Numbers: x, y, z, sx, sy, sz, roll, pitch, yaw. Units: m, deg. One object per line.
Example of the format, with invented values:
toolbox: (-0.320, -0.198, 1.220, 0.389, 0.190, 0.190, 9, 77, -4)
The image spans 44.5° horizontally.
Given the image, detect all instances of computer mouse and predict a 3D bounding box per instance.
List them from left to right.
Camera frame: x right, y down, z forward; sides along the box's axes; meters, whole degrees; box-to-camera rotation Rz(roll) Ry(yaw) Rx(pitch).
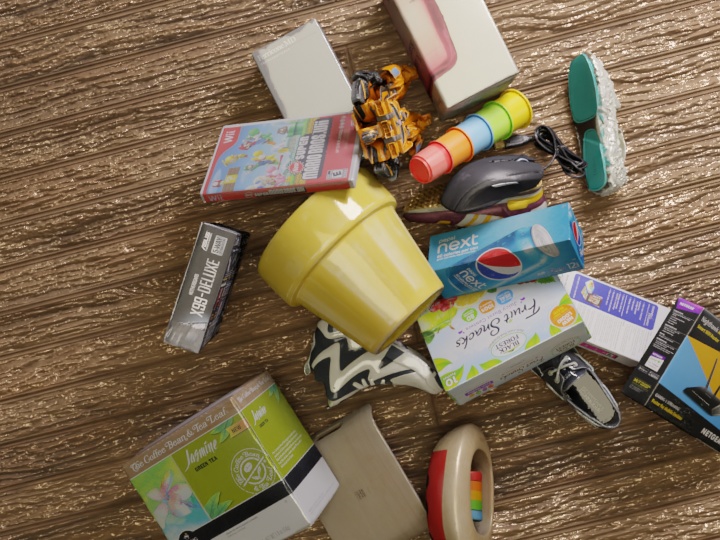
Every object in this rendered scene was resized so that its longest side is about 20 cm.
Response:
computer mouse: (0.192, -0.150, 1.191, 0.199, 0.141, 0.046, -18, 126, -2)

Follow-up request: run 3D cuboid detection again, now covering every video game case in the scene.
video game case: (-0.096, -0.148, 1.130, 0.199, 0.143, 0.017, -4, 135, 13)

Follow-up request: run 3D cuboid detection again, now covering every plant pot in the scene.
plant pot: (0.000, 0.000, 1.156, 0.201, 0.201, 0.189, -45, 81, 2)

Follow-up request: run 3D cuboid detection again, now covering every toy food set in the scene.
toy food set: (0.005, 0.309, 1.255, 0.143, 0.060, 0.200, -31, 89, 14)

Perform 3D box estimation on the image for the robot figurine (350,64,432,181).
robot figurine: (0.041, -0.203, 1.152, 0.058, 0.200, 0.146, -13, 110, 21)

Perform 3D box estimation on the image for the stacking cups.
stacking cups: (0.145, -0.177, 1.187, 0.200, 0.060, 0.061, -34, 91, -26)

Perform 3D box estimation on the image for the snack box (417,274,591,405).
snack box: (0.188, 0.074, 1.189, 0.199, 0.053, 0.143, -29, 49, 10)

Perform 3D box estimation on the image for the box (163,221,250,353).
box: (-0.200, 0.017, 1.174, 0.050, 0.200, 0.158, 19, 93, -3)

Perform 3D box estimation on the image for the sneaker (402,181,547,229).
sneaker: (0.159, -0.074, 1.226, 0.199, 0.075, 0.090, -7, 120, 17)

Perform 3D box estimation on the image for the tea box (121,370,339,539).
tea box: (-0.173, 0.278, 1.193, 0.200, 0.134, 0.197, -34, 89, 18)

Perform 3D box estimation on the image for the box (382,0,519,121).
box: (0.117, -0.321, 1.192, 0.109, 0.128, 0.201, -26, 91, 3)

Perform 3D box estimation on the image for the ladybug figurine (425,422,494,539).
ladybug figurine: (0.135, 0.311, 1.209, 0.072, 0.136, 0.201, -8, 64, 27)

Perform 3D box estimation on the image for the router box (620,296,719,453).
router box: (0.459, 0.145, 1.188, 0.200, 0.051, 0.150, 29, 92, -33)

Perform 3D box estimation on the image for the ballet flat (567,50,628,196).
ballet flat: (0.336, -0.204, 1.230, 0.071, 0.072, 0.201, -8, 93, 2)

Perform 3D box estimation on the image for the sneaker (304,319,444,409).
sneaker: (0.010, 0.152, 1.233, 0.199, 0.079, 0.130, 29, 93, 1)

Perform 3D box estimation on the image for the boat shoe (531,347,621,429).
boat shoe: (0.288, 0.145, 1.231, 0.072, 0.068, 0.200, -41, 89, 2)

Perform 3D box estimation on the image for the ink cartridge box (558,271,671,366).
ink cartridge box: (0.343, 0.069, 1.228, 0.199, 0.037, 0.095, 21, 68, 3)

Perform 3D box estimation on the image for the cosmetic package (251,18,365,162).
cosmetic package: (-0.057, -0.232, 1.220, 0.107, 0.090, 0.201, -29, 94, 6)

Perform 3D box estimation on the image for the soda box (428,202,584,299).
soda box: (0.193, -0.024, 1.179, 0.199, 0.068, 0.064, -14, 135, 26)
